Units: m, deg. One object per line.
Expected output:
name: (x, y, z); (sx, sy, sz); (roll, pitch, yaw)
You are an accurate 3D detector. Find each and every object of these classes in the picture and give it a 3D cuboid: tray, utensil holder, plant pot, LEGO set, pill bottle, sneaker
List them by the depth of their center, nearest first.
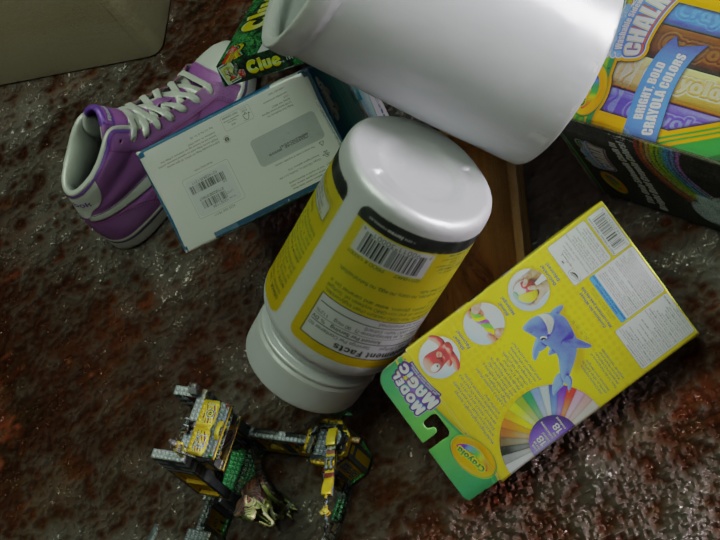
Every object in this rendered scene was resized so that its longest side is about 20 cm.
utensil holder: (0.058, -0.186, 1.417); (0.171, 0.199, 0.170); (-57, 16, 26)
pill bottle: (0.000, 0.000, 1.453); (0.201, 0.114, 0.115); (-58, 42, 36)
LEGO set: (-0.089, 0.170, 1.480); (0.153, 0.116, 0.201); (15, 71, 34)
tray: (0.078, -0.015, 1.543); (0.098, 0.037, 0.201); (-12, 58, 14)
sneaker: (-0.167, -0.124, 1.697); (0.072, 0.114, 0.201); (24, 75, 38)
plant pot: (-0.290, -0.305, 1.829); (0.198, 0.177, 0.202); (-7, 60, 25)

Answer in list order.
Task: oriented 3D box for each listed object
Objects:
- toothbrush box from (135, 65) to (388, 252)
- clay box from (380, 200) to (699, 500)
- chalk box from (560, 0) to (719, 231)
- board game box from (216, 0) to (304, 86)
toothbrush box: (-0.066, -0.096, 1.570); (0.146, 0.200, 0.086); (-25, 96, 13)
clay box: (0.122, 0.057, 1.440); (0.199, 0.048, 0.115); (-37, 88, 6)
chalk box: (0.223, -0.120, 1.473); (0.199, 0.125, 0.124); (22, 75, 35)
board game box: (-0.046, -0.214, 1.680); (0.104, 0.024, 0.200); (-18, 26, 21)
